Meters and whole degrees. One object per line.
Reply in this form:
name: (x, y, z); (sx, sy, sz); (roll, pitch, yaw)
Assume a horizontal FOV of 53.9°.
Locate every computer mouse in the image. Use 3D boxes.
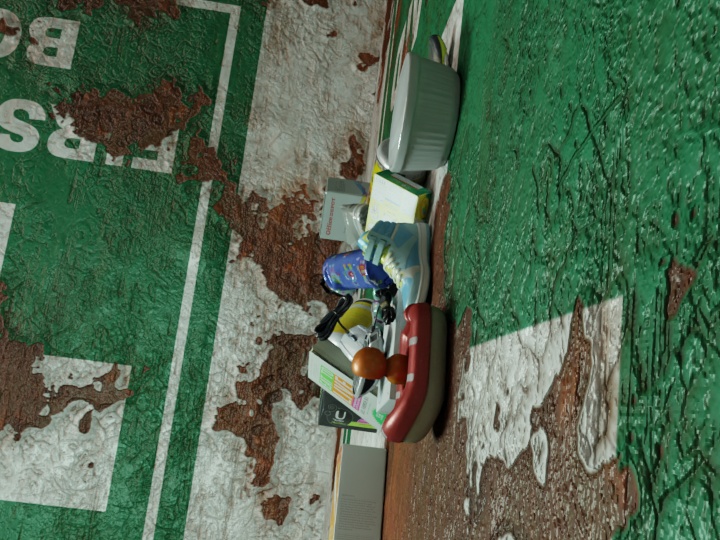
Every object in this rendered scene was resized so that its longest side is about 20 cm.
computer mouse: (-0.001, 0.146, 1.422); (0.110, 0.200, 0.044); (-42, -23, -11)
computer mouse: (0.029, 0.141, 1.293); (0.110, 0.043, 0.202); (-117, 41, -74)

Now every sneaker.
sneaker: (0.118, -0.342, 1.335); (0.074, 0.080, 0.202); (-104, 22, -79)
sneaker: (0.055, -0.006, 1.248); (0.080, 0.129, 0.201); (106, 171, -49)
sneaker: (0.012, -0.061, 1.500); (0.075, 0.082, 0.202); (-36, -52, -31)
sneaker: (0.056, 0.056, 1.513); (0.140, 0.077, 0.202); (-103, 22, -77)

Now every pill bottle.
pill bottle: (0.072, -0.169, 1.468); (0.201, 0.108, 0.110); (102, 175, -47)
pill bottle: (-0.018, 0.163, 1.611); (0.200, 0.111, 0.113); (-48, -21, -41)

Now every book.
book: (-0.020, 0.242, 1.484); (0.048, 0.199, 0.134); (-46, -19, -33)

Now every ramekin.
ramekin: (0.110, -0.266, 1.225); (0.202, 0.093, 0.205); (-172, 90, -86)

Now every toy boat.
toy boat: (0.051, 0.143, 1.015); (0.131, 0.129, 0.202); (105, 172, -64)

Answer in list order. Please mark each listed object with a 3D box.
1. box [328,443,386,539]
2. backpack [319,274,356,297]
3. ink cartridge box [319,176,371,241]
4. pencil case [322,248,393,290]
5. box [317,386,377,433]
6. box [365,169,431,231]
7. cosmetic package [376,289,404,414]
box: (-0.007, 0.476, 1.463); (0.125, 0.096, 0.202); (105, 172, -63)
backpack: (-0.081, 0.043, 3.036); (0.200, 0.165, 0.128); (-121, 44, -74)
ink cartridge box: (-0.001, -0.153, 1.852); (0.083, 0.198, 0.147); (-88, 7, -54)
pencil case: (0.000, 0.000, 1.391); (0.199, 0.078, 0.088); (-8, 110, 61)
box: (-0.019, 0.263, 1.685); (0.201, 0.147, 0.125); (-89, 8, -53)
box: (0.067, -0.081, 1.379); (0.048, 0.117, 0.202); (-21, -47, -43)
cosmetic package: (0.071, 0.154, 1.307); (0.151, 0.051, 0.202); (115, 163, -68)
